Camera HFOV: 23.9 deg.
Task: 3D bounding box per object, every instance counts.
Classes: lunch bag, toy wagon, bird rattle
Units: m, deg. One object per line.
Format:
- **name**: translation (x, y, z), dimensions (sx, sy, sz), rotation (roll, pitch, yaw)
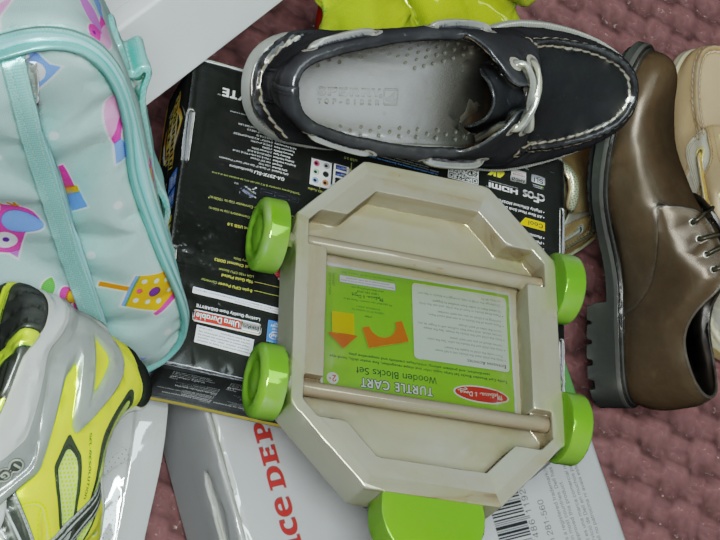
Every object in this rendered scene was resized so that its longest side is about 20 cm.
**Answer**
- **lunch bag**: translation (-0.149, -0.027, 0.652), dimensions (0.159, 0.201, 0.077), rotation (-12, 49, -2)
- **toy wagon**: translation (0.024, 0.049, 0.735), dimensions (0.154, 0.040, 0.201), rotation (10, 62, -19)
- **bird rattle**: translation (-0.004, -0.147, 0.889), dimensions (0.112, 0.164, 0.200), rotation (-26, 51, -16)

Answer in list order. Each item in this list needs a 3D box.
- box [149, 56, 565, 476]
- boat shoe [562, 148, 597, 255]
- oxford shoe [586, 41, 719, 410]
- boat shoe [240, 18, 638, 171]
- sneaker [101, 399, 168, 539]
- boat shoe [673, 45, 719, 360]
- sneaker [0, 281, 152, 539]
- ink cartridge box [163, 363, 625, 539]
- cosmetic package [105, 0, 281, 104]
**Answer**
- **box**: translation (0.000, 0.000, 0.801), dimensions (0.199, 0.049, 0.161), rotation (13, 62, -17)
- **boat shoe**: translation (0.101, -0.038, 0.937), dimensions (0.200, 0.076, 0.072), rotation (-39, 89, -32)
- **oxford shoe**: translation (0.169, -0.023, 0.915), dimensions (0.073, 0.084, 0.201), rotation (-27, 115, -57)
- **boat shoe**: translation (0.047, -0.082, 0.784), dimensions (0.199, 0.060, 0.074), rotation (3, 97, -22)
- **sneaker**: translation (-0.155, 0.091, 0.769), dimensions (0.115, 0.074, 0.201), rotation (16, 66, -23)
- **boat shoe**: translation (0.229, -0.048, 1.006), dimensions (0.073, 0.069, 0.201), rotation (2, 70, -25)
- **sneaker**: translation (-0.137, 0.109, 0.633), dimensions (0.076, 0.075, 0.201), rotation (24, 91, -38)
- **ink cartridge box**: translation (0.013, 0.104, 0.836), dimensions (0.199, 0.084, 0.147), rotation (-9, 73, -27)
- **cosmetic package**: translation (-0.126, -0.109, 0.772), dimensions (0.082, 0.051, 0.200), rotation (28, 55, 29)
